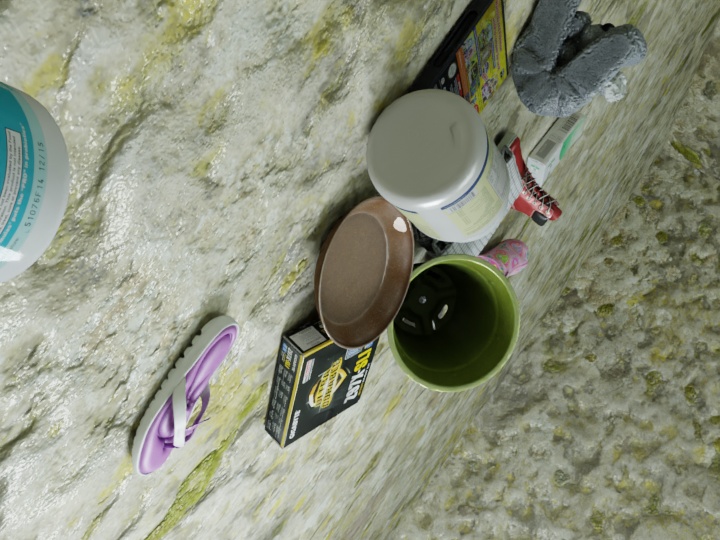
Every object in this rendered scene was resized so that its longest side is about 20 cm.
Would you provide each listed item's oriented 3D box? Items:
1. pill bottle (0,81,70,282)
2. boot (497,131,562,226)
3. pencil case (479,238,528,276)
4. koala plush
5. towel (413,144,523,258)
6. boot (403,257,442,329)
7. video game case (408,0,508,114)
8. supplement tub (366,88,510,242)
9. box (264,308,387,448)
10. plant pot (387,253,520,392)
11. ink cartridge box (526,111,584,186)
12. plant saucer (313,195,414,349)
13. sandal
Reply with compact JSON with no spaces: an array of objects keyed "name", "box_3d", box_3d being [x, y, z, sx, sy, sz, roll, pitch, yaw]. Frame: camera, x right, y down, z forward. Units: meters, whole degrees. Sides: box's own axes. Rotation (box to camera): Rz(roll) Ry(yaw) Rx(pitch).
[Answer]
[{"name":"pill bottle","box_3d":[-0.233,-0.055,0.333,0.111,0.110,0.200,-59,160,5]},{"name":"boot","box_3d":[0.305,-0.159,1.386,0.073,0.144,0.200,-50,157,-14]},{"name":"pencil case","box_3d":[0.303,-0.012,1.684,0.200,0.087,0.088,-25,143,-57]},{"name":"koala plush","box_3d":[0.340,-0.330,1.207,0.184,0.177,0.200,-55,164,28]},{"name":"towel","box_3d":[0.173,-0.106,1.248,0.201,0.085,0.166,-56,158,0]},{"name":"boot","box_3d":[0.117,0.053,1.372,0.132,0.069,0.201,64,49,-70]},{"name":"video game case","box_3d":[0.137,-0.252,1.030,0.181,0.025,0.200,-55,159,-8]},{"name":"supplement tub","box_3d":[0.104,-0.119,0.950,0.146,0.144,0.200,-58,154,1]},{"name":"box","box_3d":[-0.051,0.144,1.097,0.159,0.049,0.201,-26,145,-40]},{"name":"plant pot","box_3d":[0.118,0.063,1.185,0.201,0.199,0.190,-58,-167,2]},{"name":"ink cartridge box","box_3d":[0.414,-0.232,1.675,0.161,0.050,0.200,-50,157,-19]},{"name":"plant saucer","box_3d":[0.000,0.000,0.996,0.200,0.036,0.202,-25,123,-46]},{"name":"sandal","box_3d":[-0.183,0.143,0.824,0.204,0.050,0.082,-61,159,10]}]
